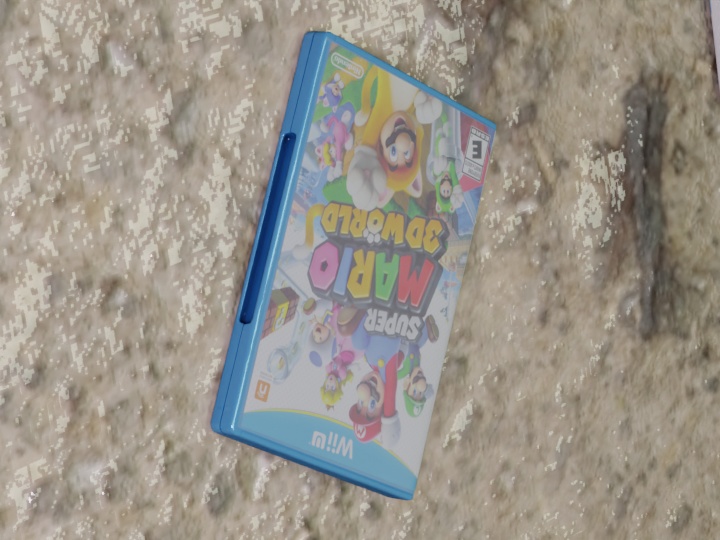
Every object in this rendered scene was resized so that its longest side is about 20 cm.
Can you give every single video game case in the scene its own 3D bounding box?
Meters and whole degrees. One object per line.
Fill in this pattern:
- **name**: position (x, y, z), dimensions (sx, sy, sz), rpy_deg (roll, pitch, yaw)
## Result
- **video game case**: position (0.000, 0.000, 1.389), dimensions (0.143, 0.018, 0.201), rpy_deg (25, 75, -47)

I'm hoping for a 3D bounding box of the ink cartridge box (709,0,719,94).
- **ink cartridge box**: position (0.287, -0.177, 1.662), dimensions (0.199, 0.067, 0.117), rpy_deg (-23, 110, -46)
